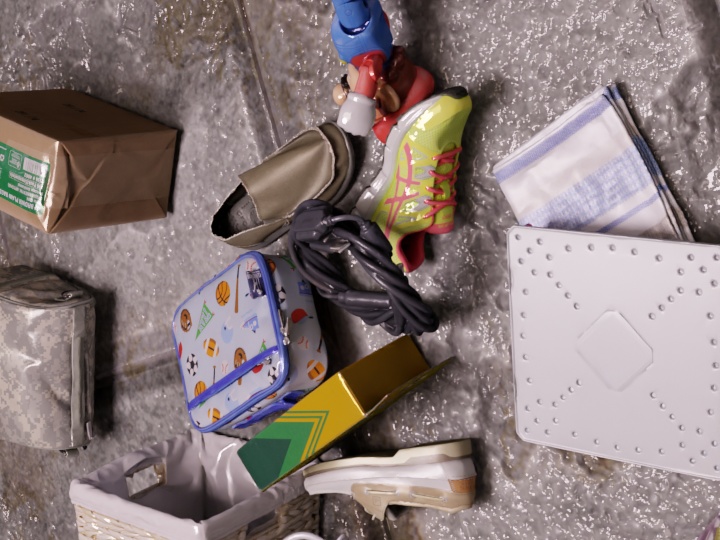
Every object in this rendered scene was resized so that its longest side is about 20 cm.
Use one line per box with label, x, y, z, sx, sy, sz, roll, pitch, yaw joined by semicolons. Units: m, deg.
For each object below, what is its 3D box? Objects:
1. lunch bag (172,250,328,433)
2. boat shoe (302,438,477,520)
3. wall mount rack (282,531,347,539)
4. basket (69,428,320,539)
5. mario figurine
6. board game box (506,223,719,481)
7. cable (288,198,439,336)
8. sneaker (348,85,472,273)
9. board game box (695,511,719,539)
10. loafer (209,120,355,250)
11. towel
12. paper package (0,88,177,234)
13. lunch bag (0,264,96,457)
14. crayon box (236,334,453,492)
lunch bag;-0.116;0.079;1.348;0.200;0.075;0.162;-34;61;45
boat shoe;0.024;0.212;1.281;0.198;0.074;0.069;-14;84;38
wall mount rack;-0.024;0.365;1.298;0.199;0.075;0.174;38;108;1
basket;-0.166;0.283;1.371;0.198;0.197;0.163;7;107;36
mario figurine;-0.011;-0.199;1.183;0.105;0.123;0.201;17;141;44
board game box;0.221;0.064;1.107;0.198;0.026;0.202;7;111;35
cable;0.000;0.000;1.239;0.163;0.051;0.200;43;164;-14
sneaker;0.063;-0.080;1.203;0.090;0.078;0.201;47;134;23
board game box;0.324;0.266;1.082;0.120;0.032;0.201;42;121;21
loafer;-0.082;-0.078;1.318;0.200;0.069;0.076;-41;73;36
towel;0.206;-0.040;1.124;0.146;0.024;0.202;-34;77;38
paper package;-0.332;-0.125;1.433;0.199;0.190;0.105;23;112;32
lunch bag;-0.387;0.108;1.551;0.166;0.139;0.203;15;108;36
crayon box;-0.015;0.131;1.264;0.200;0.127;0.051;-39;81;35
